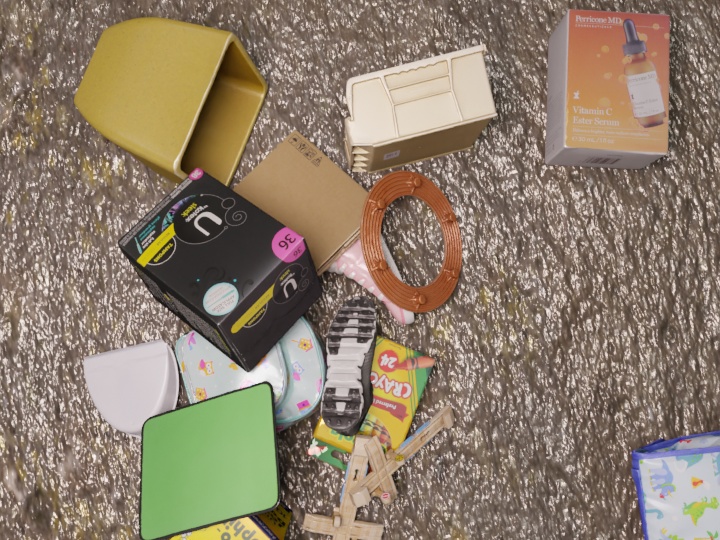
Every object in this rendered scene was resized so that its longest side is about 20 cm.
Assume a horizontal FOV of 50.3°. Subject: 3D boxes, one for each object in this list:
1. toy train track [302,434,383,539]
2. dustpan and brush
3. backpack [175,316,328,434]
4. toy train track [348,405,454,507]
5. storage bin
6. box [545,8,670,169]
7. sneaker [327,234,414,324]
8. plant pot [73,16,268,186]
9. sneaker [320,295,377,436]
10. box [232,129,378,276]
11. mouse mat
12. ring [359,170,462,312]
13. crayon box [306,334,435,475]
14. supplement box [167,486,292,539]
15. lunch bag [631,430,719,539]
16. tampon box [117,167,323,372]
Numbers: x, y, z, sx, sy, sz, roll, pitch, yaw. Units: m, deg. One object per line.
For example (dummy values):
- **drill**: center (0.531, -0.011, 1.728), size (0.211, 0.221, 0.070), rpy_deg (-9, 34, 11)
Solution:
- **toy train track**: center (-0.014, 0.327, 1.064), size (0.113, 0.033, 0.203), rpy_deg (10, 104, -8)
- **dustpan and brush**: center (-0.315, 0.213, 1.102), size (0.138, 0.057, 0.203), rpy_deg (-13, 79, 9)
- **backpack**: center (-0.142, 0.140, 1.055), size (0.197, 0.153, 0.178), rpy_deg (-17, 75, -5)
- **toy train track**: center (0.067, 0.259, 1.065), size (0.199, 0.032, 0.116), rpy_deg (-35, 122, -29)
- **storage bin**: center (0.072, -0.213, 1.065), size (0.196, 0.200, 0.095), rpy_deg (-14, 88, -2)
- **box**: center (0.357, -0.260, 1.119), size (0.150, 0.106, 0.203), rpy_deg (2, 85, -1)
- **sneaker**: center (0.000, 0.000, 1.110), size (0.104, 0.075, 0.202), rpy_deg (-25, 83, -1)
- **plant pot**: center (-0.274, -0.234, 1.072), size (0.198, 0.194, 0.198), rpy_deg (20, 85, 10)
- **sneaker**: center (-0.012, 0.135, 1.051), size (0.065, 0.091, 0.202), rpy_deg (2, 59, 11)
- **box**: center (-0.088, -0.091, 1.100), size (0.163, 0.021, 0.200), rpy_deg (-44, 64, -6)
- **mouse mat**: center (-0.188, 0.233, 0.940), size (0.198, 0.008, 0.163), rpy_deg (-18, 57, 15)
- **ring**: center (0.079, -0.043, 1.080), size (0.199, 0.019, 0.204), rpy_deg (8, 78, -40)
- **crayon box**: center (0.014, 0.196, 1.104), size (0.126, 0.051, 0.202), rpy_deg (21, 86, 0)
- **supplement box**: center (-0.170, 0.343, 1.014), size (0.109, 0.200, 0.110), rpy_deg (43, 86, 2)
- **lunch bag**: center (0.478, 0.320, 1.063), size (0.197, 0.127, 0.173), rpy_deg (-7, 86, -11)
- **tampon box**: center (-0.175, -0.002, 0.976), size (0.199, 0.127, 0.150), rpy_deg (32, 68, 28)
